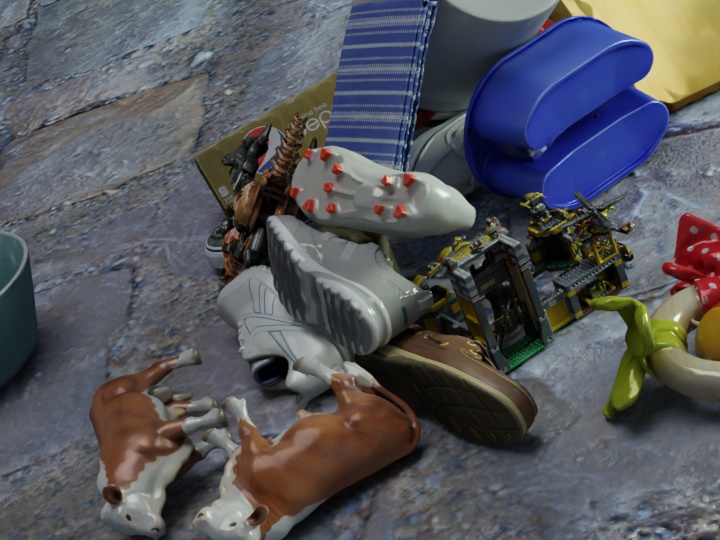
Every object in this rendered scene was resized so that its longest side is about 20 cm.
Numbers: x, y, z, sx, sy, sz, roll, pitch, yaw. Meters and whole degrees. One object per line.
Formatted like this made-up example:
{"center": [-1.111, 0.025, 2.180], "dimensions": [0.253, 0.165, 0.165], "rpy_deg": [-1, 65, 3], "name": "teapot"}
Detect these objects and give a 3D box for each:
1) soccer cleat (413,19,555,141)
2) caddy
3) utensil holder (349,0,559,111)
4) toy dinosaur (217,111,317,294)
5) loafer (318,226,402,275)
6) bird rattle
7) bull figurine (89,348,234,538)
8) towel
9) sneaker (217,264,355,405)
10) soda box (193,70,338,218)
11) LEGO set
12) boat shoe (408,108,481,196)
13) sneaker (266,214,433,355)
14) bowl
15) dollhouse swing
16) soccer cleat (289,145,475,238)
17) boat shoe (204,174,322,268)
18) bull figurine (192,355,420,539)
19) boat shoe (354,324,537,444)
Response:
{"center": [0.116, -0.188, 1.955], "dimensions": [0.199, 0.085, 0.069], "rpy_deg": [-32, 57, -7], "name": "soccer cleat"}
{"center": [0.185, -0.145, 1.775], "dimensions": [0.200, 0.142, 0.105], "rpy_deg": [-34, 33, -22], "name": "caddy"}
{"center": [0.093, -0.261, 1.799], "dimensions": [0.170, 0.170, 0.200], "rpy_deg": [-34, -6, -20], "name": "utensil holder"}
{"center": [-0.080, -0.059, 1.792], "dimensions": [0.200, 0.102, 0.136], "rpy_deg": [-41, 21, 34], "name": "toy dinosaur"}
{"center": [0.000, 0.000, 1.736], "dimensions": [0.067, 0.076, 0.200], "rpy_deg": [-23, 18, 1], "name": "loafer"}
{"center": [0.270, 0.047, 1.466], "dimensions": [0.199, 0.113, 0.163], "rpy_deg": [-26, 37, -35], "name": "bird rattle"}
{"center": [-0.170, 0.140, 1.607], "dimensions": [0.121, 0.065, 0.200], "rpy_deg": [-22, 32, -6], "name": "bull figurine"}
{"center": [0.014, -0.142, 1.737], "dimensions": [0.024, 0.201, 0.145], "rpy_deg": [11, -2, -29], "name": "towel"}
{"center": [-0.077, 0.056, 1.694], "dimensions": [0.087, 0.075, 0.200], "rpy_deg": [-39, 31, -19], "name": "sneaker"}
{"center": [-0.067, -0.133, 1.976], "dimensions": [0.199, 0.068, 0.064], "rpy_deg": [-31, -9, -6], "name": "soda box"}
{"center": [0.124, -0.014, 1.613], "dimensions": [0.199, 0.116, 0.154], "rpy_deg": [-28, 28, -10], "name": "LEGO set"}
{"center": [0.104, -0.114, 1.851], "dimensions": [0.065, 0.074, 0.200], "rpy_deg": [-2, 35, 41], "name": "boat shoe"}
{"center": [-0.014, 0.008, 1.622], "dimensions": [0.082, 0.075, 0.200], "rpy_deg": [-20, 36, -25], "name": "sneaker"}
{"center": [-0.394, 0.059, 1.881], "dimensions": [0.200, 0.105, 0.201], "rpy_deg": [-17, 29, 10], "name": "bowl"}
{"center": [0.316, -0.235, 1.948], "dimensions": [0.199, 0.176, 0.182], "rpy_deg": [-26, -13, -6], "name": "dollhouse swing"}
{"center": [0.014, -0.060, 1.642], "dimensions": [0.200, 0.077, 0.070], "rpy_deg": [16, 86, 52], "name": "soccer cleat"}
{"center": [-0.068, -0.071, 1.903], "dimensions": [0.199, 0.071, 0.072], "rpy_deg": [-26, 28, -5], "name": "boat shoe"}
{"center": [-0.053, 0.144, 1.509], "dimensions": [0.199, 0.065, 0.122], "rpy_deg": [-25, 60, -20], "name": "bull figurine"}
{"center": [0.075, 0.081, 1.535], "dimensions": [0.067, 0.072, 0.200], "rpy_deg": [-38, 29, -22], "name": "boat shoe"}
